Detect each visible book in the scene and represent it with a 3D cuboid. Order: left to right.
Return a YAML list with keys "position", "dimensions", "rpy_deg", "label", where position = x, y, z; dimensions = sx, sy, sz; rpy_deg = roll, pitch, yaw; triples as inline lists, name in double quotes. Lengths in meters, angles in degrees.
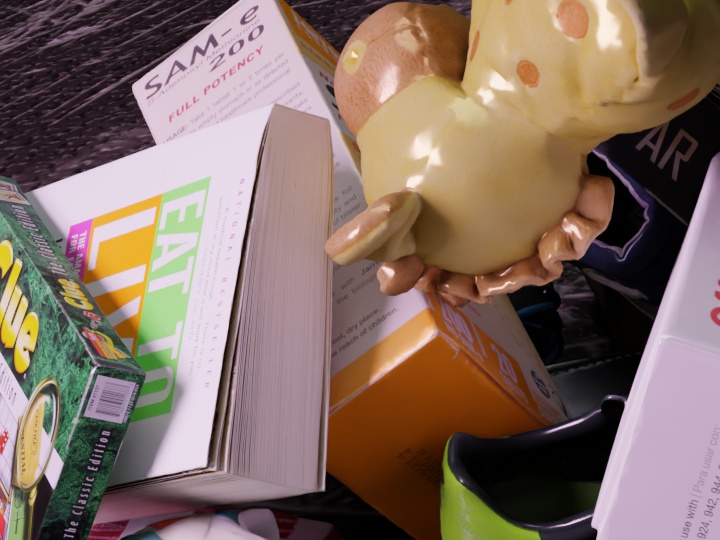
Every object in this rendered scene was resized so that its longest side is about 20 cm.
- position: [-0.080, 0.022, 1.024]
  dimensions: [0.048, 0.134, 0.200]
  rpy_deg: [15, -17, -31]
  label: "book"

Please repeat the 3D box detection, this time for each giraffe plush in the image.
- position: [0.061, -0.067, 0.949]
  dimensions: [0.162, 0.172, 0.200]
  rpy_deg: [-45, 39, 24]
  label: "giraffe plush"

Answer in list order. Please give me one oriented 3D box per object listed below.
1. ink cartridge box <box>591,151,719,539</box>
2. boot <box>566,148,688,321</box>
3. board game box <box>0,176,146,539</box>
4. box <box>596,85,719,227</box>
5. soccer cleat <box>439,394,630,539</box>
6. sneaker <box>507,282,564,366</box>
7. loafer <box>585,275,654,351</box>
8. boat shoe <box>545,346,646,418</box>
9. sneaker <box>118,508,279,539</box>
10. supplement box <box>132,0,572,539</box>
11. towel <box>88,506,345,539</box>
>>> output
- position: [0.189, 0.052, 0.901]
  dimensions: [0.199, 0.084, 0.146]
  rpy_deg: [17, 29, 6]
  label: "ink cartridge box"
- position: [0.079, -0.053, 1.136]
  dimensions: [0.200, 0.073, 0.090]
  rpy_deg: [41, 6, 39]
  label: "boot"
- position: [-0.130, 0.044, 1.022]
  dimensions: [0.023, 0.105, 0.200]
  rpy_deg: [16, 14, -25]
  label: "board game box"
- position: [0.164, -0.043, 1.091]
  dimensions: [0.200, 0.044, 0.160]
  rpy_deg: [13, 24, -50]
  label: "box"
- position: [0.126, 0.075, 0.986]
  dimensions: [0.199, 0.081, 0.068]
  rpy_deg: [-10, 52, 4]
  label: "soccer cleat"
- position: [0.060, 0.016, 1.193]
  dimensions: [0.082, 0.073, 0.200]
  rpy_deg: [4, 41, 29]
  label: "sneaker"
- position: [0.137, -0.005, 1.210]
  dimensions: [0.076, 0.068, 0.200]
  rpy_deg: [-13, 20, -10]
  label: "loafer"
- position: [0.145, 0.049, 1.069]
  dimensions: [0.199, 0.062, 0.075]
  rpy_deg: [-1, 49, 19]
  label: "boat shoe"
- position: [-0.019, 0.129, 0.923]
  dimensions: [0.093, 0.071, 0.200]
  rpy_deg: [-21, 27, -25]
  label: "sneaker"
- position: [0.000, 0.000, 1.070]
  dimensions: [0.073, 0.126, 0.200]
  rpy_deg: [-37, 49, 12]
  label: "supplement box"
- position: [-0.122, 0.124, 1.070]
  dimensions: [0.199, 0.023, 0.144]
  rpy_deg: [4, 25, 33]
  label: "towel"
